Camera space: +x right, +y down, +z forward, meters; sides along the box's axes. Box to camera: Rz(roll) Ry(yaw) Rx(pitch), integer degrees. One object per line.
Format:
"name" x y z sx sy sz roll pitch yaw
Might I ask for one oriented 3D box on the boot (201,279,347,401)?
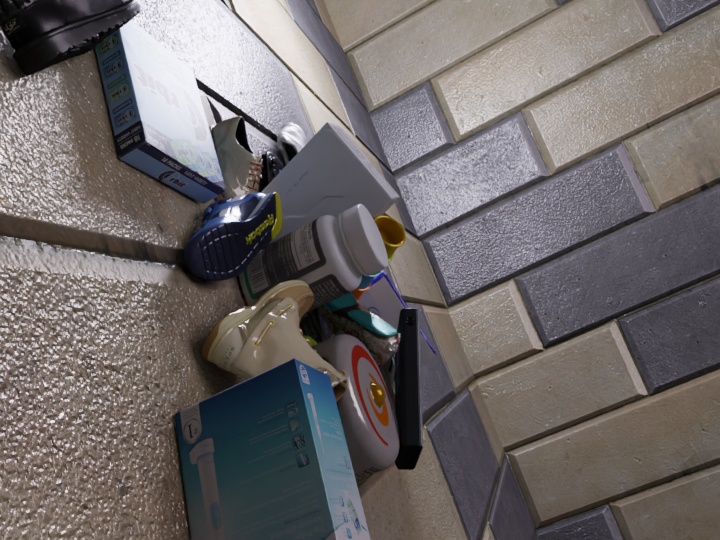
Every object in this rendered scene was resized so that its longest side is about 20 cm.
"boot" -0.074 0.095 0.760 0.154 0.074 0.199 35 26 13

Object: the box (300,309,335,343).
"box" -0.057 0.117 1.057 0.161 0.048 0.205 -53 119 -77

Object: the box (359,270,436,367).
"box" 0.045 0.100 1.232 0.186 0.104 0.200 56 -1 -8

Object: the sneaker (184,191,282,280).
"sneaker" -0.177 -0.047 0.831 0.200 0.080 0.076 -47 141 -58

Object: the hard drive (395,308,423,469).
"hard drive" 0.071 0.181 0.955 0.141 0.032 0.206 92 0 -61

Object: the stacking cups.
"stacking cups" 0.000 0.000 1.014 0.059 0.201 0.062 18 45 -19

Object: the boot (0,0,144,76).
"boot" -0.315 -0.305 0.636 0.160 0.078 0.213 61 22 -23

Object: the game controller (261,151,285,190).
"game controller" -0.133 -0.138 1.203 0.200 0.041 0.107 44 26 -58

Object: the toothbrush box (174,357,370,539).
"toothbrush box" -0.081 0.210 0.589 0.085 0.143 0.205 41 27 -59

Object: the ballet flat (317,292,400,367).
"ballet flat" -0.017 0.081 0.968 0.199 0.074 0.066 37 -54 42

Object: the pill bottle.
"pill bottle" -0.066 -0.008 0.903 0.115 0.196 0.114 58 16 -28

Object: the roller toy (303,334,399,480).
"roller toy" -0.028 0.190 0.847 0.204 0.137 0.183 64 14 -12

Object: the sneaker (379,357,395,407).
"sneaker" 0.023 0.145 1.065 0.085 0.073 0.205 -55 129 -65

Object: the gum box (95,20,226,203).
"gum box" -0.258 -0.208 0.815 0.169 0.044 0.205 31 36 -67

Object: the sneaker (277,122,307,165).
"sneaker" -0.120 -0.212 1.352 0.202 0.069 0.081 55 25 -20

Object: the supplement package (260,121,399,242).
"supplement package" -0.060 -0.105 1.019 0.156 0.200 0.111 47 14 0

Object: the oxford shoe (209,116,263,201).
"oxford shoe" -0.179 -0.139 0.949 0.205 0.072 0.071 69 14 11
